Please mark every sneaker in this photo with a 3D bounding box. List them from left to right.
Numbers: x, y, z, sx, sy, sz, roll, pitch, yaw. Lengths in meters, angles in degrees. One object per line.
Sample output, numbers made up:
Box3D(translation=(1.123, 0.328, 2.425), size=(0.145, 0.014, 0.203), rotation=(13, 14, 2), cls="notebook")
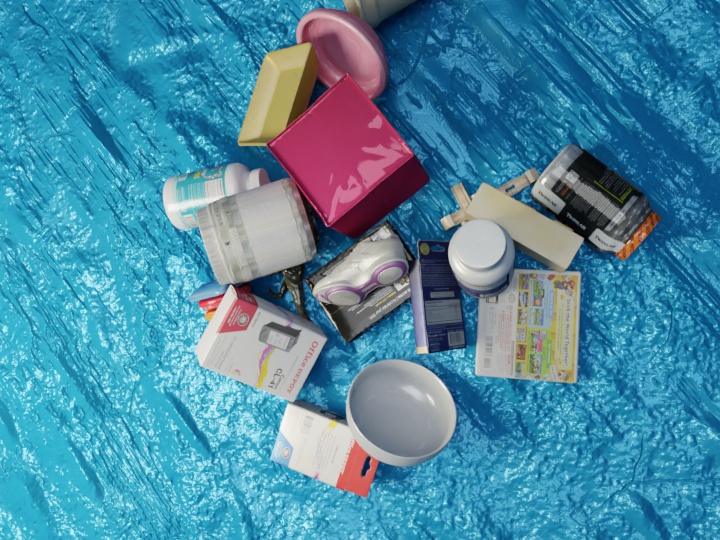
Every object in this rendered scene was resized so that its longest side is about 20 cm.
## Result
Box3D(translation=(0.000, 0.000, 1.270), size=(0.199, 0.075, 0.100), rotation=(-24, 48, 23), cls="sneaker")

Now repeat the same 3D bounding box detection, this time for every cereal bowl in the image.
Box3D(translation=(0.068, 0.265, 1.246), size=(0.199, 0.084, 0.201), rotation=(7, 50, -9), cls="cereal bowl")

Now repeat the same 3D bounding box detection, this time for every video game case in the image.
Box3D(translation=(0.306, 0.098, 1.261), size=(0.181, 0.023, 0.201), rotation=(3, 86, 14), cls="video game case")

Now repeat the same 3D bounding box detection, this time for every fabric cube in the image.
Box3D(translation=(-0.016, -0.198, 1.267), size=(0.200, 0.199, 0.197), rotation=(-38, 79, 9), cls="fabric cube")

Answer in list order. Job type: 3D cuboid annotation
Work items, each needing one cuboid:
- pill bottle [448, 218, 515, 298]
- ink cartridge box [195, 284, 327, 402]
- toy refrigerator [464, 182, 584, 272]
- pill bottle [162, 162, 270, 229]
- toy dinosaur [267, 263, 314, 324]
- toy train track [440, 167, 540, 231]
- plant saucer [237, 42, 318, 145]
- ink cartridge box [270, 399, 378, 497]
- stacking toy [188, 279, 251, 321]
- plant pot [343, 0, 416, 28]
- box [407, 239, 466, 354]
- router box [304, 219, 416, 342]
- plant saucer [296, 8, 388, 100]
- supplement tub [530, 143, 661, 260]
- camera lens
Box3D(translation=(0.208, -0.022, 1.179), size=(0.110, 0.200, 0.112), rotation=(-3, 77, 11), cls="pill bottle")
Box3D(translation=(-0.185, 0.138, 1.291), size=(0.199, 0.086, 0.148), rotation=(27, 94, -23), cls="ink cartridge box")
Box3D(translation=(0.288, -0.078, 1.223), size=(0.199, 0.076, 0.070), rotation=(32, 90, 9), cls="toy refrigerator")
Box3D(translation=(-0.281, -0.151, 1.373), size=(0.199, 0.111, 0.111), rotation=(-9, 84, 12), cls="pill bottle")
Box3D(translation=(-0.146, 0.015, 1.365), size=(0.088, 0.047, 0.201), rotation=(-7, 88, 6), cls="toy dinosaur")
Box3D(translation=(0.241, -0.133, 1.286), size=(0.199, 0.033, 0.115), rotation=(-29, 80, 9), cls="toy train track")
Box3D(translation=(-0.154, -0.330, 1.344), size=(0.200, 0.048, 0.201), rotation=(16, 88, 55), cls="plant saucer")
Box3D(translation=(-0.056, 0.335, 1.308), size=(0.199, 0.067, 0.117), rotation=(19, 91, 14), cls="ink cartridge box")
Box3D(translation=(-0.245, 0.112, 1.362), size=(0.109, 0.116, 0.201), rotation=(-14, 100, 33), cls="stacking toy")
Box3D(translation=(0.053, -0.568, 1.292), size=(0.183, 0.200, 0.201), rotation=(-22, 81, 1), cls="plant pot")
Box3D(translation=(0.139, 0.047, 1.255), size=(0.032, 0.121, 0.201), rotation=(-8, 84, 42), cls="box")
Box3D(translation=(0.014, 0.022, 1.320), size=(0.200, 0.051, 0.150), rotation=(-36, 81, 9), cls="router box")
Box3D(translation=(-0.027, -0.411, 1.299), size=(0.200, 0.201, 0.051), rotation=(31, 66, 14), cls="plant saucer")
Box3D(translation=(0.408, -0.117, 1.198), size=(0.200, 0.122, 0.123), rotation=(41, 96, 13), cls="supplement tub")
Box3D(translation=(-0.185, -0.072, 1.274), size=(0.199, 0.160, 0.161), rotation=(-18, 82, -6), cls="camera lens")
